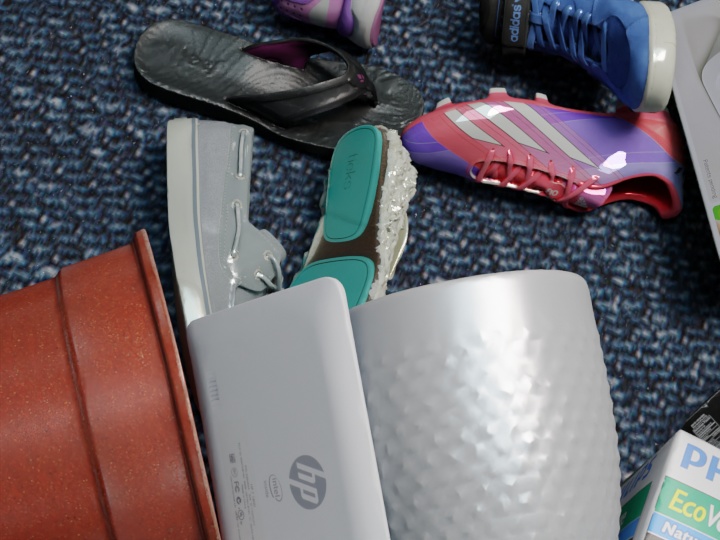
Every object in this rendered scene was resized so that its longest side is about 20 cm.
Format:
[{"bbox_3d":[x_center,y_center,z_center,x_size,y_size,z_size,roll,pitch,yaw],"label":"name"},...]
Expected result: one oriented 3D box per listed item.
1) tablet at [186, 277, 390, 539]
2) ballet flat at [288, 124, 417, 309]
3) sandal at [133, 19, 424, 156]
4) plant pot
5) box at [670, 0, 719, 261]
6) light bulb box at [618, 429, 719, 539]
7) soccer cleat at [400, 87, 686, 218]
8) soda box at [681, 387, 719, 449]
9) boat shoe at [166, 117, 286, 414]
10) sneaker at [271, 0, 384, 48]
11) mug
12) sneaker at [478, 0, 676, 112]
[{"bbox_3d":[-0.038,0.114,0.753,0.014,0.130,0.201,-4,80,-45],"label":"tablet"},{"bbox_3d":[0.000,0.000,0.891,0.071,0.072,0.201,18,62,-2],"label":"ballet flat"},{"bbox_3d":[-0.053,-0.126,0.951,0.199,0.048,0.076,12,62,-5],"label":"sandal"},{"bbox_3d":[-0.184,0.099,0.740,0.194,0.201,0.202,-14,67,-9],"label":"plant pot"},{"bbox_3d":[0.309,-0.095,0.944,0.176,0.097,0.201,-18,63,20],"label":"box"},{"bbox_3d":[0.213,0.230,0.785,0.197,0.125,0.201,25,62,2],"label":"light bulb box"},{"bbox_3d":[0.126,-0.074,0.957,0.199,0.067,0.077,0,68,-15],"label":"soccer cleat"},{"bbox_3d":[0.288,0.046,0.853,0.063,0.200,0.071,48,28,13],"label":"soda box"},{"bbox_3d":[-0.081,-0.010,0.874,0.071,0.070,0.202,-4,61,-8],"label":"boat shoe"},{"bbox_3d":[-0.022,-0.252,1.010,0.088,0.081,0.201,5,63,-1],"label":"sneaker"},{"bbox_3d":[0.042,0.110,0.767,0.199,0.148,0.177,-13,76,14],"label":"mug"},{"bbox_3d":[0.137,-0.162,0.962,0.110,0.077,0.200,0,31,-7],"label":"sneaker"}]
